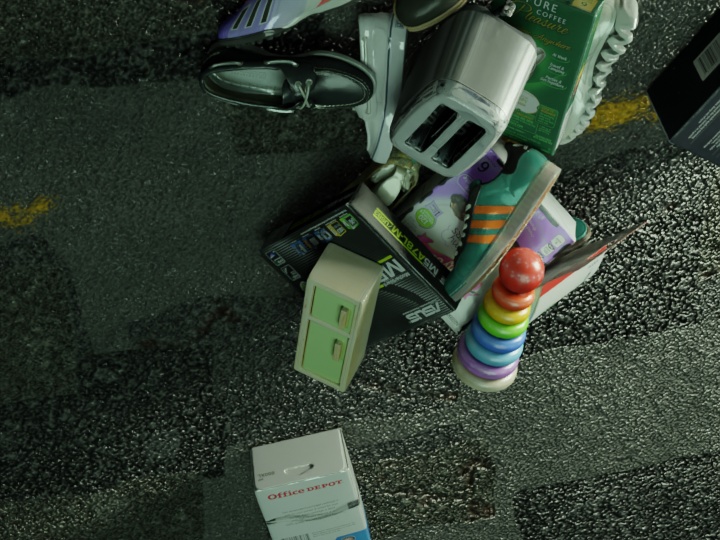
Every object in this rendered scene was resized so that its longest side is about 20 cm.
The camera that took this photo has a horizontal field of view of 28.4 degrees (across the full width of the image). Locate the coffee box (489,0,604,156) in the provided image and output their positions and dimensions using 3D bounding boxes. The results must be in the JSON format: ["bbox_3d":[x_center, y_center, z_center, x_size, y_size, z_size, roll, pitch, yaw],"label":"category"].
[{"bbox_3d":[0.196,-0.239,1.630,0.122,0.044,0.201,23,133,14],"label":"coffee box"}]

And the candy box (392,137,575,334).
[{"bbox_3d":[0.141,-0.047,1.775,0.200,0.072,0.168,-40,102,23],"label":"candy box"}]

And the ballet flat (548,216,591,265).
[{"bbox_3d":[0.203,-0.028,1.862,0.198,0.069,0.068,-6,139,8],"label":"ballet flat"}]

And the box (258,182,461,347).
[{"bbox_3d":[0.000,0.000,1.762,0.193,0.048,0.199,47,141,-17],"label":"box"}]

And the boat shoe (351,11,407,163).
[{"bbox_3d":[0.016,-0.213,1.646,0.065,0.074,0.201,7,129,1],"label":"boat shoe"}]

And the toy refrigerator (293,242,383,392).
[{"bbox_3d":[-0.031,0.063,1.762,0.075,0.070,0.201,25,143,9],"label":"toy refrigerator"}]

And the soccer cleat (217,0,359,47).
[{"bbox_3d":[-0.076,-0.302,1.539,0.198,0.068,0.074,-18,109,24],"label":"soccer cleat"}]

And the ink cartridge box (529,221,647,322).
[{"bbox_3d":[0.261,0.014,1.807,0.199,0.160,0.050,-23,97,48],"label":"ink cartridge box"}]

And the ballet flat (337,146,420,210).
[{"bbox_3d":[0.009,-0.080,1.765,0.070,0.071,0.200,21,126,-28],"label":"ballet flat"}]

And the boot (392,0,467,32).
[{"bbox_3d":[0.092,-0.336,1.483,0.077,0.138,0.200,45,109,9],"label":"boot"}]

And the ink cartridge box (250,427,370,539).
[{"bbox_3d":[-0.074,0.340,2.137,0.143,0.085,0.201,-13,135,0],"label":"ink cartridge box"}]

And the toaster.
[{"bbox_3d":[0.113,-0.194,1.562,0.113,0.130,0.200,29,149,-13],"label":"toaster"}]

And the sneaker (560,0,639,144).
[{"bbox_3d":[0.254,-0.240,1.670,0.080,0.075,0.201,15,127,-7],"label":"sneaker"}]

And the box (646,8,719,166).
[{"bbox_3d":[0.482,-0.221,1.702,0.181,0.105,0.200,22,126,-28],"label":"box"}]

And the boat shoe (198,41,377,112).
[{"bbox_3d":[-0.082,-0.206,1.590,0.198,0.061,0.076,6,130,7],"label":"boat shoe"}]

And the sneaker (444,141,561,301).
[{"bbox_3d":[0.150,-0.060,1.686,0.080,0.071,0.201,37,98,10],"label":"sneaker"}]

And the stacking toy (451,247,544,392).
[{"bbox_3d":[0.174,0.055,1.727,0.084,0.086,0.201,3,135,-14],"label":"stacking toy"}]
